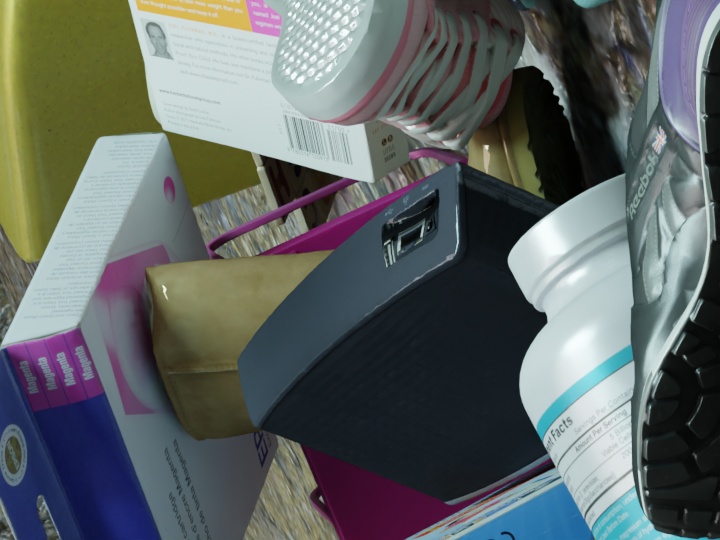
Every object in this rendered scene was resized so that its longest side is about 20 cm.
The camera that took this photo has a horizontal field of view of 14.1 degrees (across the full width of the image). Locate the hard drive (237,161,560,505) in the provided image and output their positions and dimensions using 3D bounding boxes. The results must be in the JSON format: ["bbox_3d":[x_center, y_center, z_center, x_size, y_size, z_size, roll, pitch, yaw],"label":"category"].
[{"bbox_3d":[0.041,0.034,1.200,0.200,0.134,0.042,-42,31,52],"label":"hard drive"}]

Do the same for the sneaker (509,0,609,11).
[{"bbox_3d":[0.047,-0.140,1.091,0.087,0.077,0.200,66,169,-20],"label":"sneaker"}]

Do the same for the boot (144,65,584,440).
[{"bbox_3d":[0.000,0.000,1.262,0.066,0.199,0.176,-76,-25,-51],"label":"boot"}]

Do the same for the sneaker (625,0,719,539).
[{"bbox_3d":[0.123,-0.012,0.970,0.088,0.075,0.201,-125,39,-63],"label":"sneaker"}]

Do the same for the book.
[{"bbox_3d":[-0.051,-0.143,1.269,0.133,0.048,0.201,17,128,40],"label":"book"}]

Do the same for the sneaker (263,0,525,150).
[{"bbox_3d":[0.022,-0.088,1.129,0.104,0.075,0.200,32,-168,-14],"label":"sneaker"}]

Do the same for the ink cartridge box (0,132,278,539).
[{"bbox_3d":[-0.102,0.073,1.330,0.200,0.043,0.197,-72,-28,-49],"label":"ink cartridge box"}]

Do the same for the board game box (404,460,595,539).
[{"bbox_3d":[0.070,0.120,1.208,0.056,0.199,0.196,62,168,3],"label":"board game box"}]

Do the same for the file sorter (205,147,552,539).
[{"bbox_3d":[0.024,0.054,1.425,0.201,0.139,0.125,68,169,-13],"label":"file sorter"}]

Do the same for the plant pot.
[{"bbox_3d":[-0.146,-0.163,1.628,0.196,0.194,0.201,53,157,44],"label":"plant pot"}]

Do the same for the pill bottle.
[{"bbox_3d":[0.130,0.065,1.053,0.201,0.110,0.111,62,168,16],"label":"pill bottle"}]

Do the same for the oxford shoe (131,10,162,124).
[{"bbox_3d":[-0.094,-0.166,1.368,0.058,0.075,0.201,4,107,31],"label":"oxford shoe"}]

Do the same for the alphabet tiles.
[{"bbox_3d":[-0.048,-0.119,1.508,0.167,0.006,0.201,-72,-34,-62],"label":"alphabet tiles"}]
